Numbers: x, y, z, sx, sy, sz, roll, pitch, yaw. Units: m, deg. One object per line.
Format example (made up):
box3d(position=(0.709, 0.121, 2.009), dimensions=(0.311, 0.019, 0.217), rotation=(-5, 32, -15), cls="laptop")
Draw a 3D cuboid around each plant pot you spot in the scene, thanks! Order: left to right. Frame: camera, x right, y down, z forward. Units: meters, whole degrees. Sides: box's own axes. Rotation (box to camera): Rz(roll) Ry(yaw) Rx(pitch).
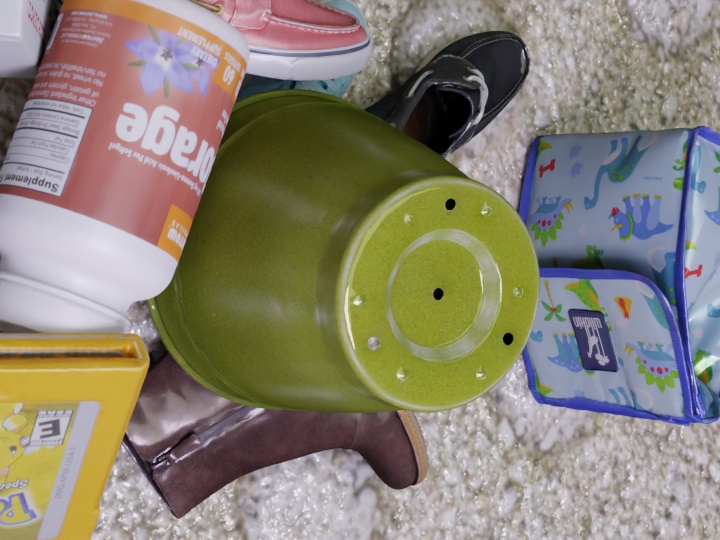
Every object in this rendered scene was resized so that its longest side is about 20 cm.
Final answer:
box3d(position=(0.000, 0.000, 1.102), dimensions=(0.200, 0.193, 0.201), rotation=(-4, 100, -28), cls="plant pot")

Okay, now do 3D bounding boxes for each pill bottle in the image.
box3d(position=(-0.143, -0.054, 1.071), dimensions=(0.112, 0.112, 0.201), rotation=(25, 79, -34), cls="pill bottle")

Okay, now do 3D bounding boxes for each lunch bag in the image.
box3d(position=(0.196, 0.004, 1.349), dimensions=(0.127, 0.170, 0.201), rotation=(10, 86, -36), cls="lunch bag")

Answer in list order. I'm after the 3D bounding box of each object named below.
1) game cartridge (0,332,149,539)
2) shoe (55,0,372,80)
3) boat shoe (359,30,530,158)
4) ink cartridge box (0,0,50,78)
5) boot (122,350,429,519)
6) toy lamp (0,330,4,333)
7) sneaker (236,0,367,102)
box3d(position=(-0.222, 0.115, 1.036), dimensions=(0.176, 0.032, 0.200), rotation=(1, 130, -27), cls="game cartridge")
box3d(position=(-0.081, -0.177, 1.160), dimensions=(0.199, 0.072, 0.091), rotation=(7, 117, -16), cls="shoe")
box3d(position=(0.062, -0.110, 1.310), dimensions=(0.200, 0.067, 0.072), rotation=(-36, 113, -40), cls="boat shoe")
box3d(position=(-0.212, -0.215, 1.051), dimensions=(0.083, 0.147, 0.201), rotation=(5, 87, -4), cls="ink cartridge box")
box3d(position=(-0.060, 0.105, 1.237), dimensions=(0.166, 0.072, 0.200), rotation=(-41, 115, -16), cls="boot")
box3d(position=(-0.227, 0.024, 1.106), dimensions=(0.200, 0.058, 0.058), rotation=(20, 78, -33), cls="toy lamp")
box3d(position=(-0.045, -0.102, 1.224), dimensions=(0.074, 0.082, 0.200), rotation=(48, 64, -27), cls="sneaker")
